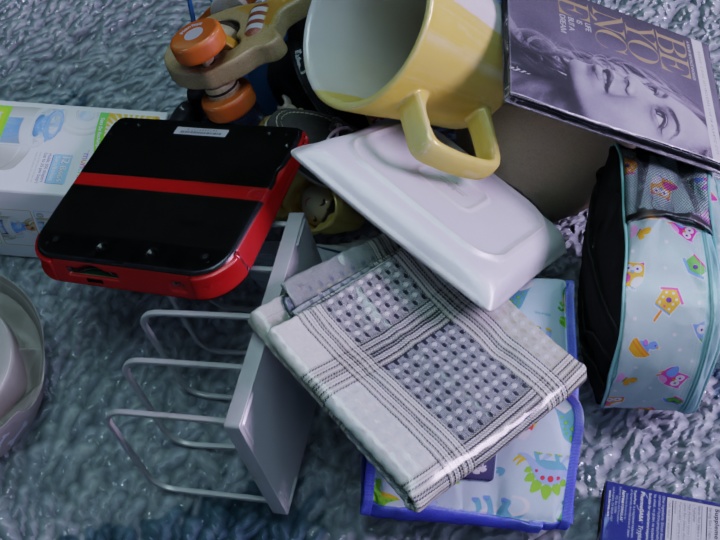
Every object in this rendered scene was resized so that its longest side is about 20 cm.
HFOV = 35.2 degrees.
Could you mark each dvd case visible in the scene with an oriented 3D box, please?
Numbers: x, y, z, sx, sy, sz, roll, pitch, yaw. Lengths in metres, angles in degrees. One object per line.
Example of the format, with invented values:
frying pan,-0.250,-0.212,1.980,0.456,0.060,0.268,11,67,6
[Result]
dvd case,0.208,-0.164,0.931,0.199,0.016,0.149,16,50,-15

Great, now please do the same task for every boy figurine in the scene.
boy figurine,-0.084,-0.094,1.043,0.200,0.064,0.124,42,106,15

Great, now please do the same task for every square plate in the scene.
square plate,0.068,-0.062,0.928,0.200,0.028,0.198,39,29,12

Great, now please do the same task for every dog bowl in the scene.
dog bowl,-0.364,0.092,0.972,0.199,0.059,0.201,-1,54,1

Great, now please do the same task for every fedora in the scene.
fedora,-0.021,-0.174,1.106,0.091,0.200,0.201,-24,43,37

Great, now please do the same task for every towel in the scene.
towel,0.043,0.054,0.842,0.192,0.035,0.200,-30,63,-31

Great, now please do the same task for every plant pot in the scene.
plant pot,0.165,-0.122,1.052,0.200,0.200,0.135,30,80,21

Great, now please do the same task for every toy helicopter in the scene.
toy helicopter,-0.083,-0.224,1.002,0.200,0.079,0.132,-30,38,-4

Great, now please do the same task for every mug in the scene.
mug,0.053,-0.170,0.950,0.149,0.153,0.187,5,83,47

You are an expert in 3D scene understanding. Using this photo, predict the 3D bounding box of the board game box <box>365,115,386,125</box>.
board game box,0.057,-0.190,1.110,0.200,0.030,0.096,-34,100,-54

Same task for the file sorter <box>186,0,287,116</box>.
file sorter,-0.066,-0.266,1.180,0.200,0.139,0.123,-32,56,-21

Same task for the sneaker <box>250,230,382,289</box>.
sneaker,0.000,0.000,1.033,0.199,0.073,0.071,12,45,-1

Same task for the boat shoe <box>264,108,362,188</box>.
boat shoe,0.012,-0.090,0.989,0.200,0.057,0.067,33,52,-8

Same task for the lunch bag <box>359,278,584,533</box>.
lunch bag,0.086,0.106,0.920,0.169,0.128,0.201,5,66,-2

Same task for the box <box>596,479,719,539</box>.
box,0.280,0.238,0.870,0.199,0.032,0.121,9,55,9

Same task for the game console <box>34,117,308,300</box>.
game console,-0.159,-0.057,0.947,0.199,0.031,0.177,7,51,24

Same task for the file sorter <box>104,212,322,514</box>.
file sorter,-0.108,0.072,0.927,0.124,0.139,0.201,2,53,17

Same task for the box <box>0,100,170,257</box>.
box,-0.278,-0.082,1.069,0.199,0.102,0.113,5,55,5

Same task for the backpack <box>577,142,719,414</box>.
backpack,0.254,0.018,0.940,0.153,0.176,0.200,11,50,8
